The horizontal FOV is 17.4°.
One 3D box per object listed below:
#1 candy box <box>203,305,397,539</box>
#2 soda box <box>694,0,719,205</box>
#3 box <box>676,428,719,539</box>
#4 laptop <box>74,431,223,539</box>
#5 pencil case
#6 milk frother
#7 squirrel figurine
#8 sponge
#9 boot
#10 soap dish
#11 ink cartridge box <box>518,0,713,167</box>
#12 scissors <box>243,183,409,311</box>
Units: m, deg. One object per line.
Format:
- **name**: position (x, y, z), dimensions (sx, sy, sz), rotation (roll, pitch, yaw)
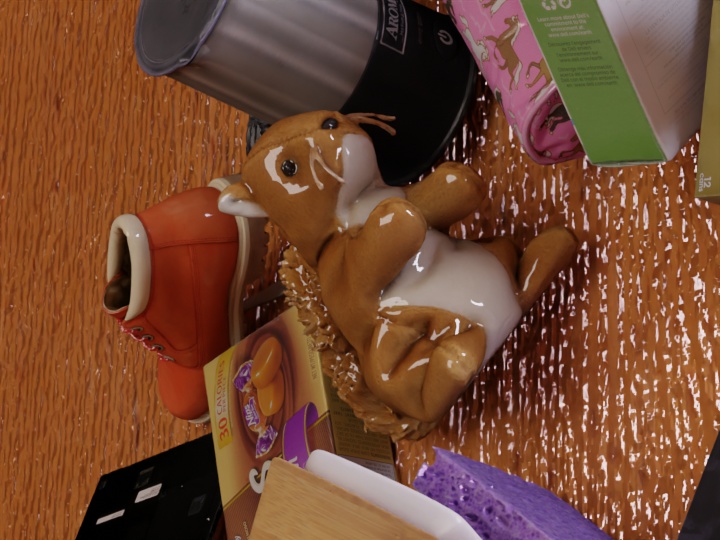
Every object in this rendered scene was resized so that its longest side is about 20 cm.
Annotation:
- **candy box**: position (-0.035, 0.133, 1.502), dimensions (0.116, 0.056, 0.202), rotation (-32, 55, 40)
- **soda box**: position (0.232, -0.131, 1.256), dimensions (0.064, 0.067, 0.202), rotation (-2, 78, 49)
- **box**: position (0.251, 0.131, 1.184), dimensions (0.200, 0.036, 0.144), rotation (29, 102, 50)
- **laptop**: position (-0.125, 0.228, 1.616), dimensions (0.177, 0.103, 0.201), rotation (-23, 37, 43)
- **pencil case**: position (0.100, -0.156, 1.408), dimensions (0.082, 0.087, 0.201), rotation (-21, 54, -4)
- **milk frother**: position (-0.062, -0.128, 1.501), dimensions (0.200, 0.187, 0.181), rotation (-52, 33, 24)
- **squirrel figurine**: position (0.000, 0.000, 1.398), dimensions (0.186, 0.142, 0.200), rotation (39, 148, 4)
- **sponge**: position (0.123, 0.164, 1.262), dimensions (0.200, 0.111, 0.030), rotation (37, 99, 48)
- **boot**: position (-0.129, 0.029, 1.571), dimensions (0.075, 0.107, 0.201), rotation (47, 142, 38)
- **soap dish**: position (0.035, 0.198, 1.292), dimensions (0.081, 0.200, 0.157), rotation (-48, 35, -17)
- **ink cartridge box**: position (0.136, -0.168, 1.266), dimensions (0.059, 0.201, 0.104), rotation (1, 36, 48)
- **scissors**: position (-0.025, 0.002, 1.558), dimensions (0.200, 0.014, 0.074), rotation (-41, 53, 33)
